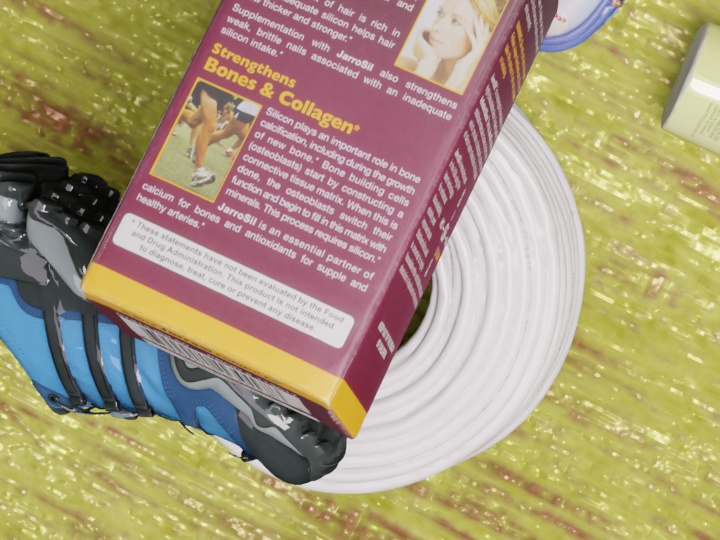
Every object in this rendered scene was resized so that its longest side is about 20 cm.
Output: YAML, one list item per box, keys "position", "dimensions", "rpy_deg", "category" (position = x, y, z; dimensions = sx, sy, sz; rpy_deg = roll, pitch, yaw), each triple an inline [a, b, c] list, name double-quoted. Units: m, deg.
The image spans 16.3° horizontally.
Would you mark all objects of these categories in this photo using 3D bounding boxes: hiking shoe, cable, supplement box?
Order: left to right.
- position: [-0.092, 0.034, 1.068]
  dimensions: [0.200, 0.074, 0.087]
  rpy_deg: [38, 116, 14]
  category: "hiking shoe"
- position: [-0.012, -0.051, 0.983]
  dimensions: [0.110, 0.086, 0.201]
  rpy_deg: [24, 81, 11]
  category: "supplement box"
- position: [0.000, 0.000, 1.108]
  dimensions: [0.199, 0.069, 0.201]
  rpy_deg: [-25, 96, 13]
  category: "cable"

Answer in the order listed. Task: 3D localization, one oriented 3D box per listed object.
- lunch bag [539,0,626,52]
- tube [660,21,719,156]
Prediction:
- position: [0.073, -0.198, 1.057]
  dimensions: [0.160, 0.076, 0.200]
  rpy_deg: [34, 103, 4]
  category: "lunch bag"
- position: [0.228, -0.044, 1.077]
  dimensions: [0.199, 0.052, 0.058]
  rpy_deg: [23, 145, 1]
  category: "tube"
